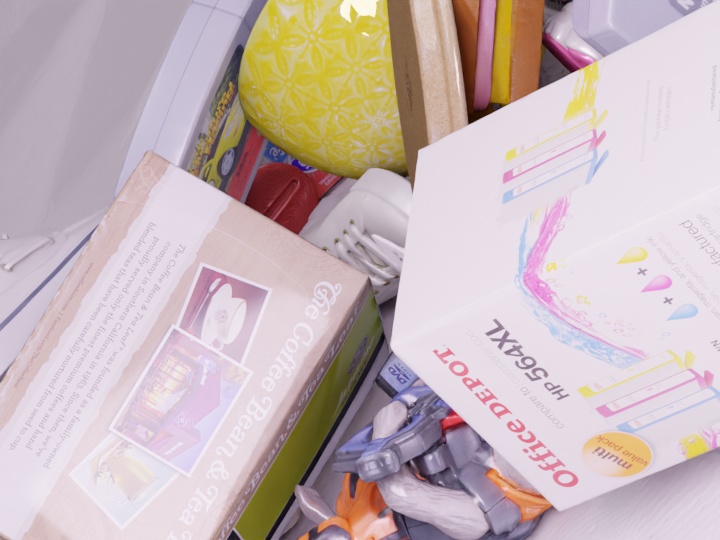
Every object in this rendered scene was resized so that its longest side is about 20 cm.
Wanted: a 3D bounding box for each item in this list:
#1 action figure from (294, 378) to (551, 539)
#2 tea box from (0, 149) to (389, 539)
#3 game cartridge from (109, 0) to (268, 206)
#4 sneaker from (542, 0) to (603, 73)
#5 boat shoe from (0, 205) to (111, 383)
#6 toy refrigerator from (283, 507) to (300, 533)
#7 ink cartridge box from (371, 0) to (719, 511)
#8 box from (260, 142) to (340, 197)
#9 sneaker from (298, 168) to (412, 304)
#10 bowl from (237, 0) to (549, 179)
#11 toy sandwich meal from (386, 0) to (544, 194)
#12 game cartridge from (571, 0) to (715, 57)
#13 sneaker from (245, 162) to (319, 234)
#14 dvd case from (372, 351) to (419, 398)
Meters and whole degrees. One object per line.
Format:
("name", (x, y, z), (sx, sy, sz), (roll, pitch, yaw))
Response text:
("action figure", (0.040, 0.104, 1.399), (0.193, 0.105, 0.200), (-31, 2, 37))
("tea box", (-0.093, 0.075, 1.466), (0.200, 0.133, 0.197), (-59, -9, -10))
("game cartridge", (-0.088, -0.074, 1.628), (0.133, 0.041, 0.201), (45, -116, -69))
("sneaker", (0.134, -0.138, 1.493), (0.087, 0.074, 0.200), (-46, 7, 4))
("boat shoe", (-0.169, 0.010, 1.479), (0.200, 0.065, 0.074), (-46, -16, -55))
("toy refrigerator", (-0.075, 0.074, 1.668), (0.070, 0.076, 0.200), (-42, 25, 31))
("ink cartridge box", (0.113, 0.000, 1.237), (0.200, 0.129, 0.125), (-27, 34, 30))
("box", (-0.032, -0.124, 1.829), (0.200, 0.102, 0.095), (-44, 23, 32))
("sneaker", (0.000, 0.000, 1.612), (0.085, 0.073, 0.200), (-52, 8, -15))
("bowl", (0.041, -0.115, 1.613), (0.200, 0.200, 0.108), (-50, 65, 16))
("toy sandwich meal", (0.058, -0.102, 1.453), (0.205, 0.070, 0.206), (172, 90, -87))
("game cartridge", (0.175, -0.165, 1.392), (0.040, 0.133, 0.200), (-11, 48, 52))
("sneaker", (-0.107, 0.007, 1.833), (0.200, 0.078, 0.116), (-53, 22, 4))
("dvd case", (0.091, -0.027, 1.467), (0.200, 0.018, 0.143), (-46, 4, 23))
